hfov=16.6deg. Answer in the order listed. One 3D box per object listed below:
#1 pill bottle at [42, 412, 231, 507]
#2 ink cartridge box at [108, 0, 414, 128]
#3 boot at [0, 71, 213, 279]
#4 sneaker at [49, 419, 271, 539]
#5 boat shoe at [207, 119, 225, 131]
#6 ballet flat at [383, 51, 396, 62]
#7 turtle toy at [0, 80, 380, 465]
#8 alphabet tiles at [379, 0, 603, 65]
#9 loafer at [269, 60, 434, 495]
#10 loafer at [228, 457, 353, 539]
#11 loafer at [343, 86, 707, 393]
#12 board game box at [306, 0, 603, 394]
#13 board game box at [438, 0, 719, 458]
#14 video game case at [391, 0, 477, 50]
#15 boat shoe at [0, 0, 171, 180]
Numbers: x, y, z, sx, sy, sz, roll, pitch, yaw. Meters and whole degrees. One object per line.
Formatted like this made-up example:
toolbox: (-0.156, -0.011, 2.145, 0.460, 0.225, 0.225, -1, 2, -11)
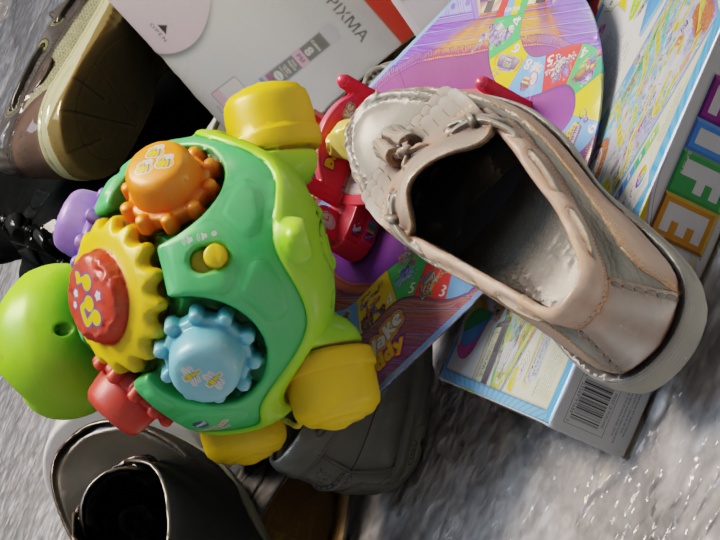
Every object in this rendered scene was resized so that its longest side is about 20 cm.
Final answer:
pill bottle: (-0.094, 0.050, 1.282, 0.110, 0.109, 0.200, -55, 9, 32)
ink cartridge box: (-0.046, -0.154, 1.156, 0.057, 0.163, 0.200, -47, 10, -31)
boot: (-0.114, -0.056, 1.290, 0.198, 0.073, 0.162, -40, 28, -22)
sneaker: (-0.098, 0.100, 1.085, 0.075, 0.106, 0.200, -47, 39, -6)
boat shoe: (-0.066, -0.034, 1.438, 0.060, 0.072, 0.202, -102, 33, -60)
ballet flat: (0.067, -0.177, 1.234, 0.200, 0.070, 0.065, -60, 3, 8)
turtle toy: (-0.081, 0.013, 1.030, 0.200, 0.101, 0.146, -27, 74, 53)
alphabet tiles: (0.052, -0.076, 1.133, 0.200, 0.006, 0.167, -5, 73, 58)
loafer: (0.000, 0.000, 1.113, 0.070, 0.070, 0.200, -9, 72, 58)
loafer: (-0.047, 0.157, 1.118, 0.072, 0.073, 0.200, -42, 30, 45)
loafer: (0.048, -0.025, 0.910, 0.072, 0.063, 0.200, -58, 42, 7)
board game box: (0.016, -0.046, 1.027, 0.200, 0.039, 0.158, -45, 38, 26)
board game box: (0.104, -0.034, 0.969, 0.200, 0.034, 0.134, -66, 17, -1)
video game case: (0.045, -0.219, 1.047, 0.182, 0.200, 0.022, -32, 7, 26)
boat shoe: (-0.131, -0.119, 1.267, 0.066, 0.072, 0.201, -5, 40, 28)
